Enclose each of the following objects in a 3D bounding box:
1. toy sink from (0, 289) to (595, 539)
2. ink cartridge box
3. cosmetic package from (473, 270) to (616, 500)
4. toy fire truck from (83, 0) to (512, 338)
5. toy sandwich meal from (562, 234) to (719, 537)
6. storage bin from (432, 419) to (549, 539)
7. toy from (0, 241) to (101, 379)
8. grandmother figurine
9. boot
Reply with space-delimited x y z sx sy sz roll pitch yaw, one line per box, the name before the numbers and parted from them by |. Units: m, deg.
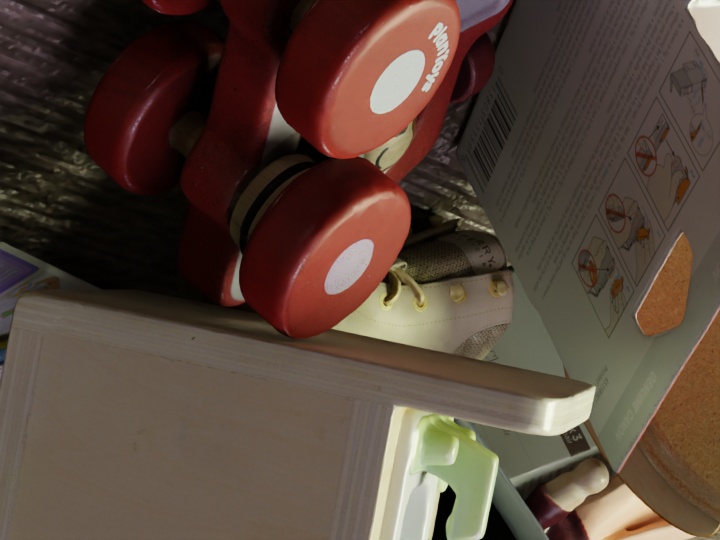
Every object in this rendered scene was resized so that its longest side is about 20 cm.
toy sink | -0.024 0.080 0.798 0.198 0.113 0.130 11 -178 12
ink cartridge box | 0.111 -0.045 0.852 0.043 0.174 0.201 -13 150 -23
cosmetic package | 0.117 0.054 1.094 0.199 0.113 0.081 -21 152 -12
toy fire truck | 0.001 -0.081 0.769 0.167 0.112 0.201 -29 147 -37
toy sandwich meal | 0.196 0.032 0.947 0.204 0.206 0.070 -31 178 10
storage bin | -0.016 0.129 0.931 0.199 0.146 0.134 -36 173 9
toy | -0.146 0.057 0.943 0.115 0.047 0.200 -31 151 13
grandmother figurine | 0.103 0.127 1.032 0.199 0.061 0.122 -23 141 -11
boot | 0.000 0.000 0.948 0.155 0.073 0.201 -18 141 -28
